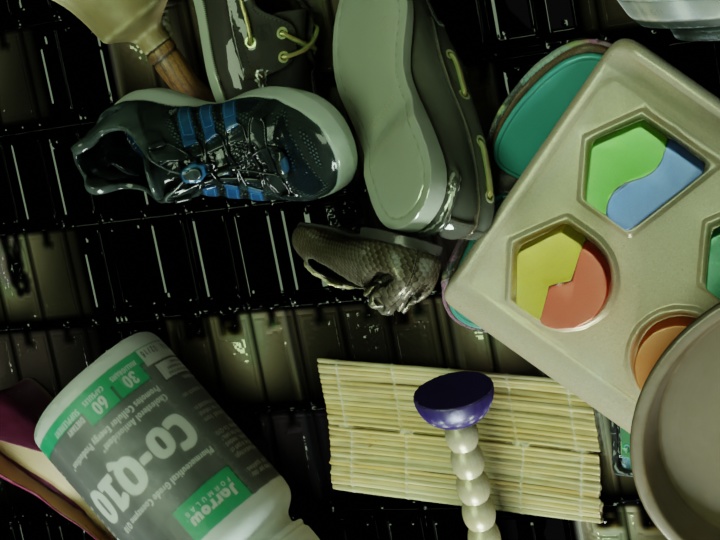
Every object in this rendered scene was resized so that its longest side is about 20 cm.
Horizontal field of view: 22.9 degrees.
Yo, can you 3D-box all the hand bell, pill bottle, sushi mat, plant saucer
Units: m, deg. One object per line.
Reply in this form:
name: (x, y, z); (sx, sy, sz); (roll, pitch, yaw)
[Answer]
hand bell: (-0.124, -0.137, 1.160); (0.104, 0.104, 0.201); (-32, 101, 31)
pill bottle: (-0.118, 0.150, 1.208); (0.200, 0.113, 0.113); (47, 120, 8)
sushi mat: (0.063, 0.109, 1.156); (0.198, 0.012, 0.097); (4, 106, 28)
plant saucer: (0.247, 0.088, 0.985); (0.198, 0.030, 0.202); (1, 116, 2)

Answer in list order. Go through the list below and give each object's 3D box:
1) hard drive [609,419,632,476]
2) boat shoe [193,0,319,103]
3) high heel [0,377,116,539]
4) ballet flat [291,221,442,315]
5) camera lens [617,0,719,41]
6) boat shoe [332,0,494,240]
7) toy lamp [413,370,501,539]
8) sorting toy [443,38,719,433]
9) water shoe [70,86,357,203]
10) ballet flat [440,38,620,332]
hard drive: (0.213, 0.027, 1.039); (0.138, 0.038, 0.202); (3, 105, 28)
boat shoe: (-0.062, -0.156, 1.114); (0.060, 0.072, 0.203); (-18, 93, 35)
high heel: (-0.210, 0.163, 1.269); (0.200, 0.096, 0.068); (40, 119, 13)
ballet flat: (0.000, 0.000, 1.072); (0.067, 0.200, 0.047); (13, 88, -18)
camera lens: (0.201, -0.225, 0.903); (0.158, 0.160, 0.202); (-1, 104, 28)
boat shoe: (0.032, -0.103, 1.051); (0.072, 0.060, 0.203); (-43, 45, 39)
toy lamp: (0.079, 0.164, 1.127); (0.058, 0.058, 0.202); (1, 115, 28)
sorting toy: (0.166, -0.001, 0.996); (0.184, 0.037, 0.201); (35, 118, 2)
water shoe: (-0.090, -0.063, 1.070); (0.199, 0.079, 0.072); (6, 126, 41)
ballet flat: (0.102, -0.057, 1.055); (0.069, 0.071, 0.201); (23, 118, 1)
